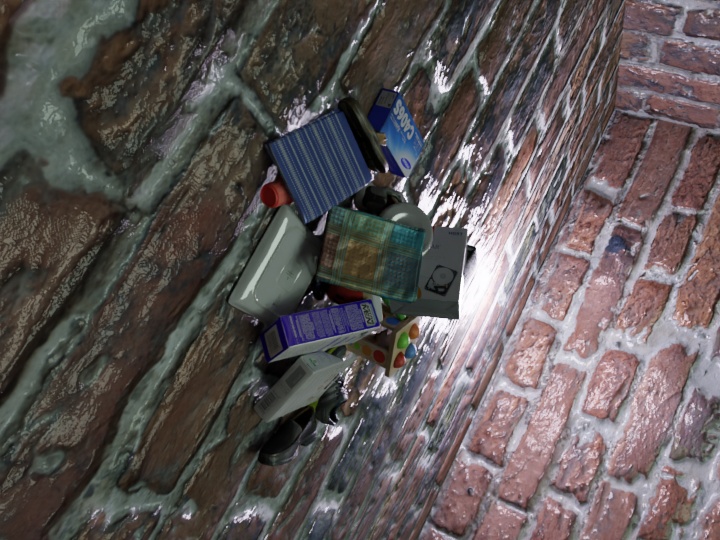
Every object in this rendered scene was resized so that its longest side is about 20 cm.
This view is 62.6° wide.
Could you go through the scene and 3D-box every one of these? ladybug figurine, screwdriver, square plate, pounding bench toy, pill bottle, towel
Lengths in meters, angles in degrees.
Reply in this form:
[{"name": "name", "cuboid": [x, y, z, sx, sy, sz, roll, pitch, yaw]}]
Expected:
[{"name": "ladybug figurine", "cuboid": [-0.033, 0.013, 1.181, 0.072, 0.136, 0.200, -24, 163, -16]}, {"name": "screwdriver", "cuboid": [-0.086, 0.017, 1.138, 0.029, 0.028, 0.200, -33, 162, -10]}, {"name": "square plate", "cuboid": [-0.138, 0.005, 1.087, 0.199, 0.028, 0.200, -63, 153, -11]}, {"name": "pounding bench toy", "cuboid": [0.062, 0.123, 1.407, 0.124, 0.155, 0.202, -29, 134, -51]}, {"name": "pill bottle", "cuboid": [0.060, -0.059, 1.228, 0.120, 0.119, 0.200, -59, -171, -17]}, {"name": "towel", "cuboid": [-0.065, -0.182, 1.014, 0.200, 0.024, 0.146, -39, 108, -43]}, {"name": "towel", "cuboid": [0.023, -0.030, 1.089, 0.022, 0.198, 0.148, 157, -54, -68]}]

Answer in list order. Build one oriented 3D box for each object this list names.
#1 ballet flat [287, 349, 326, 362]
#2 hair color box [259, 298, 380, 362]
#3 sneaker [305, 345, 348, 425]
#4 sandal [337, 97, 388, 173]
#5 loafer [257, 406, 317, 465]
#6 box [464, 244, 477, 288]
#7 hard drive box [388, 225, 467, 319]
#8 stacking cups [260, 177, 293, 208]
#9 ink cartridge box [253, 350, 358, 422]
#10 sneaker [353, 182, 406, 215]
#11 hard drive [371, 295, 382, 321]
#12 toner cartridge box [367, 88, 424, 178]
[{"name": "ballet flat", "cuboid": [-0.086, 0.142, 1.244, 0.200, 0.072, 0.073, -29, 134, -52]}, {"name": "hair color box", "cuboid": [-0.075, 0.112, 1.115, 0.199, 0.065, 0.109, -7, 162, -34]}, {"name": "sneaker", "cuboid": [-0.060, 0.265, 1.370, 0.074, 0.080, 0.202, -9, 118, -60]}, {"name": "sandal", "cuboid": [0.015, -0.257, 1.124, 0.055, 0.081, 0.200, -50, 142, -15]}, {"name": "loafer", "cuboid": [-0.157, 0.356, 1.282, 0.200, 0.072, 0.073, -23, 121, -67]}, {"name": "box", "cuboid": [0.159, -0.007, 1.442, 0.164, 0.199, 0.086, -53, 150, -27]}, {"name": "hard drive box", "cuboid": [0.156, 0.000, 1.331, 0.077, 0.154, 0.201, 76, 22, -53]}, {"name": "stacking cups", "cuboid": [-0.092, -0.147, 1.030, 0.200, 0.060, 0.061, -32, 136, -46]}, {"name": "ink cartridge box", "cuboid": [-0.107, 0.228, 1.228, 0.161, 0.050, 0.200, -48, 164, 20]}, {"name": "sneaker", "cuboid": [0.059, -0.143, 1.289, 0.200, 0.079, 0.075, 0, 108, -63]}, {"name": "hard drive", "cuboid": [0.000, 0.000, 1.234, 0.027, 0.132, 0.201, -24, 137, -16]}, {"name": "toner cartridge box", "cuboid": [0.074, -0.284, 1.250, 0.096, 0.043, 0.200, -63, 153, -8]}]
